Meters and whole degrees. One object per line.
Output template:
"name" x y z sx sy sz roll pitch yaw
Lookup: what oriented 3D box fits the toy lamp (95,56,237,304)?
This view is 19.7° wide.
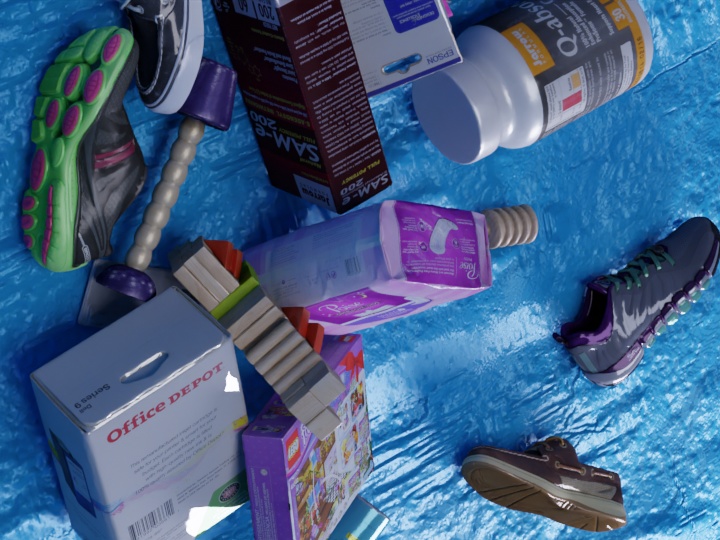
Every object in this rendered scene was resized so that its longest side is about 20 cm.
"toy lamp" -0.151 -0.074 1.662 0.058 0.058 0.200 22 88 -40

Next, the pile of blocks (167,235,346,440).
"pile of blocks" -0.072 0.042 1.688 0.062 0.082 0.200 -41 86 5

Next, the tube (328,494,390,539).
"tube" -0.051 0.291 1.885 0.077 0.050 0.200 38 87 -32

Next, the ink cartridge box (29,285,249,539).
"ink cartridge box" -0.169 0.133 1.673 0.145 0.088 0.200 -34 143 -24

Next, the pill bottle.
"pill bottle" 0.151 -0.177 1.824 0.200 0.116 0.116 -30 122 -27

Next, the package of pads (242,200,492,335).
"package of pads" 0.000 0.000 1.719 0.120 0.200 0.076 5 74 -40

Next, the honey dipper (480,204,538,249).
"honey dipper" 0.072 -0.030 1.867 0.200 0.038 0.038 -9 111 -33

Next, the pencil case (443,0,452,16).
"pencil case" 0.046 -0.313 1.716 0.088 0.088 0.200 -11 111 -35

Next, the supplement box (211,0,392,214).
"supplement box" -0.050 -0.154 1.682 0.061 0.109 0.200 -32 122 -24

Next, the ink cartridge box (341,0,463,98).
"ink cartridge box" 0.003 -0.245 1.675 0.099 0.039 0.200 -20 104 6

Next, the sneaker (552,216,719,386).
"sneaker" 0.271 0.015 2.015 0.088 0.074 0.200 44 79 -34

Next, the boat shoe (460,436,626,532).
"boat shoe" 0.181 0.196 2.022 0.200 0.072 0.072 21 62 -30

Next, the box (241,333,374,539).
"box" -0.042 0.155 1.776 0.200 0.039 0.137 -50 140 -59

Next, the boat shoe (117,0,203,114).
"boat shoe" -0.161 -0.221 1.597 0.068 0.072 0.200 -2 104 -39

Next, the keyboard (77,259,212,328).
"keyboard" -0.145 0.030 1.740 0.200 0.011 0.056 10 95 -40

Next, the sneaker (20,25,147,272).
"sneaker" -0.207 -0.096 1.612 0.084 0.077 0.200 -3 117 -44
